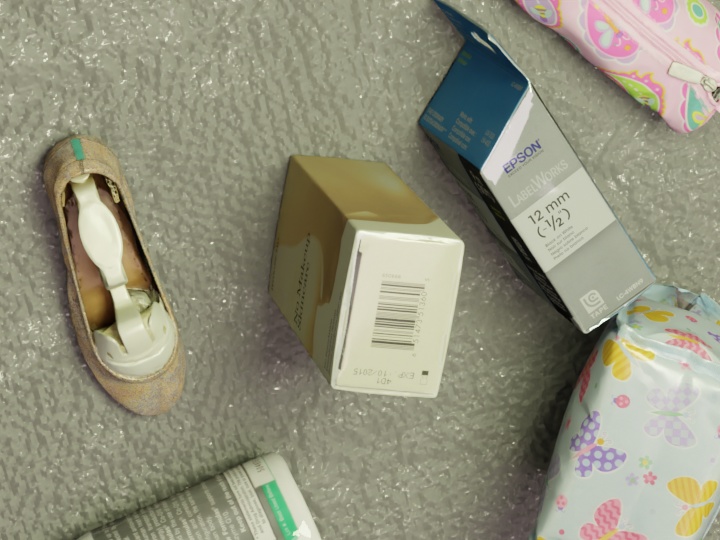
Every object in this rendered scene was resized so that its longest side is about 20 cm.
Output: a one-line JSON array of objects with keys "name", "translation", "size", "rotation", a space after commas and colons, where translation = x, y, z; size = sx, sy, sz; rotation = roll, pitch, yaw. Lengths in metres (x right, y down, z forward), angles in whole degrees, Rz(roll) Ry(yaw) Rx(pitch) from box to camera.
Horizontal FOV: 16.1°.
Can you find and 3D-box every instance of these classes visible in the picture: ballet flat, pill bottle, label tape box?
[{"name": "ballet flat", "translation": [-0.159, 0.012, 1.647], "size": [0.068, 0.067, 0.201], "rotation": [-22, 110, -8]}, {"name": "pill bottle", "translation": [-0.123, 0.209, 1.687], "size": [0.199, 0.113, 0.114], "rotation": [-23, 110, -8]}, {"name": "label tape box", "translation": [0.096, -0.070, 1.650], "size": [0.066, 0.143, 0.200], "rotation": [-37, 111, -2]}]

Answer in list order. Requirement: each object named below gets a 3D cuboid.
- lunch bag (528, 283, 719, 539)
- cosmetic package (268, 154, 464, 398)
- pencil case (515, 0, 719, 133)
[{"name": "lunch bag", "translation": [0.196, 0.107, 1.698], "size": [0.126, 0.200, 0.171], "rotation": [22, 102, 2]}, {"name": "cosmetic package", "translation": [0.000, 0.000, 1.615], "size": [0.070, 0.200, 0.106], "rotation": [6, 103, -15]}, {"name": "pencil case", "translation": [0.170, -0.173, 1.674], "size": [0.200, 0.087, 0.088], "rotation": [38, 93, -20]}]
